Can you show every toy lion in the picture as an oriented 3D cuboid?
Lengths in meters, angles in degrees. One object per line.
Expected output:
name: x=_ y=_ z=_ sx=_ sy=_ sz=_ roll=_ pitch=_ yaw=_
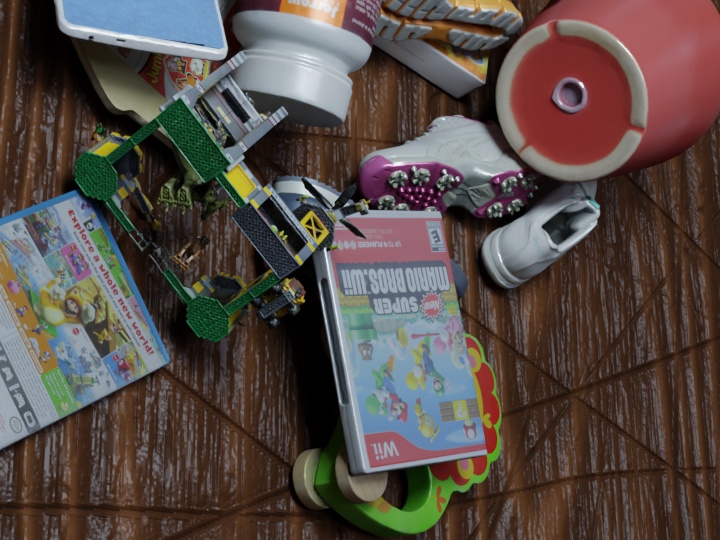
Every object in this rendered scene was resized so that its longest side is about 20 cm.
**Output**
toy lion: x=0.044 y=0.126 z=1.261 sx=0.191 sy=0.068 sz=0.202 roll=36 pitch=53 yaw=-36

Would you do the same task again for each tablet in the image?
tablet: x=-0.174 y=-0.238 z=1.163 sx=0.129 sy=0.014 sz=0.202 roll=7 pitch=48 yaw=-26

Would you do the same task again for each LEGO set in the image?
LEGO set: x=-0.099 y=-0.060 z=1.137 sx=0.200 sy=0.154 sz=0.116 roll=46 pitch=35 yaw=-3

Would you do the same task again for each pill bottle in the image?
pill bottle: x=-0.037 y=-0.223 z=1.208 sx=0.113 sy=0.114 sz=0.203 roll=17 pitch=82 yaw=-36

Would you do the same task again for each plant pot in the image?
plant pot: x=0.217 y=-0.170 z=1.391 sx=0.202 sy=0.199 sz=0.177 roll=63 pitch=32 yaw=-3

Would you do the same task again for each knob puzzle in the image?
knob puzzle: x=-0.161 y=-0.195 z=1.215 sx=0.218 sy=0.030 sz=0.223 roll=16 pitch=64 yaw=-37

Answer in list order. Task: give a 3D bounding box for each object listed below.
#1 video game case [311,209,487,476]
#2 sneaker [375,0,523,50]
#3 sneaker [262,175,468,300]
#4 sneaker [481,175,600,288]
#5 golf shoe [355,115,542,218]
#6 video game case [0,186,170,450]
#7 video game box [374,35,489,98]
video game case: x=0.030 y=0.052 z=1.202 sx=0.142 sy=0.017 sz=0.203 roll=-1 pitch=77 yaw=-45
sneaker: x=0.053 y=-0.248 z=1.346 sx=0.198 sy=0.078 sz=0.078 roll=9 pitch=57 yaw=-42
sneaker: x=0.000 y=0.000 z=1.266 sx=0.199 sy=0.070 sz=0.083 roll=27 pitch=66 yaw=-25
sneaker: x=0.192 y=-0.053 z=1.435 sx=0.076 sy=0.088 sz=0.200 roll=53 pitch=42 yaw=-11
golf shoe: x=0.068 y=-0.095 z=1.366 sx=0.198 sy=0.075 sz=0.092 roll=0 pitch=51 yaw=-40
video game case: x=-0.236 y=0.037 z=1.067 sx=0.199 sy=0.018 sz=0.144 roll=-27 pitch=92 yaw=-44
video game box: x=0.043 y=-0.285 z=1.423 sx=0.199 sy=0.047 sz=0.184 roll=28 pitch=60 yaw=-31
